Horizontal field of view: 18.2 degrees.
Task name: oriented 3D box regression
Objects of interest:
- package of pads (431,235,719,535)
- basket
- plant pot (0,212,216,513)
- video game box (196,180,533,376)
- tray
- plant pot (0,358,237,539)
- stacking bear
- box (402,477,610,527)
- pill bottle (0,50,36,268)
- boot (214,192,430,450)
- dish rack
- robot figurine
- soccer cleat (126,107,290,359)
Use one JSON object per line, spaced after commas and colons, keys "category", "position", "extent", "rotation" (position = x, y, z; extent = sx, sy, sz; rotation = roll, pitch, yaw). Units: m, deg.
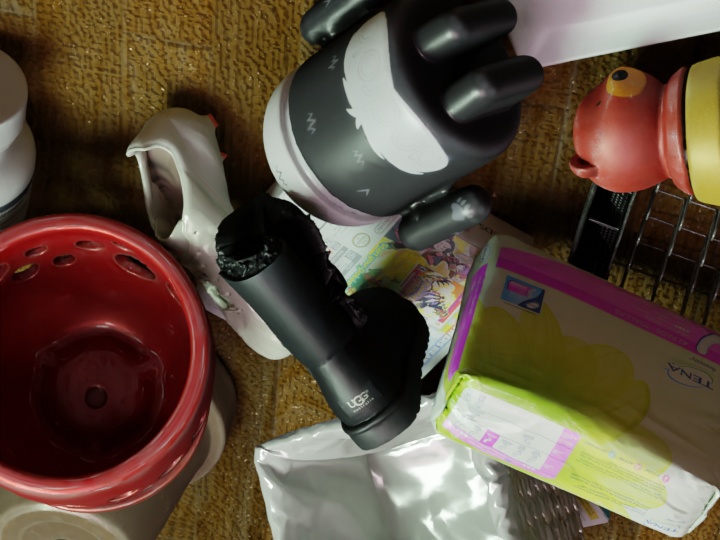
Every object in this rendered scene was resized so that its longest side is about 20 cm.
{"category": "package of pads", "position": [0.156, 0.079, 1.534], "extent": [0.199, 0.155, 0.068], "rotation": [23, 134, -5]}
{"category": "basket", "position": [0.056, 0.196, 1.707], "extent": [0.198, 0.201, 0.161], "rotation": [-17, 175, 27]}
{"category": "plant pot", "position": [-0.198, 0.075, 1.619], "extent": [0.200, 0.201, 0.183], "rotation": [9, 168, 5]}
{"category": "video game box", "position": [0.000, 0.000, 1.661], "extent": [0.182, 0.047, 0.200], "rotation": [30, 135, -14]}
{"category": "tray", "position": [0.180, -0.191, 1.430], "extent": [0.199, 0.022, 0.108], "rotation": [-9, 132, 23]}
{"category": "plant pot", "position": [-0.211, 0.154, 1.784], "extent": [0.199, 0.175, 0.201], "rotation": [7, 138, 6]}
{"category": "stacking bear", "position": [0.234, -0.093, 1.445], "extent": [0.199, 0.122, 0.114], "rotation": [-2, 132, 17]}
{"category": "box", "position": [0.098, 0.180, 1.825], "extent": [0.199, 0.049, 0.082], "rotation": [-15, 130, 27]}
{"category": "pill bottle", "position": [-0.296, -0.065, 1.612], "extent": [0.119, 0.120, 0.200], "rotation": [16, 137, -3]}
{"category": "boot", "position": [-0.027, 0.013, 1.538], "extent": [0.076, 0.200, 0.168], "rotation": [-31, 109, 12]}
{"category": "dish rack", "position": [0.252, -0.016, 1.565], "extent": [0.199, 0.055, 0.154], "rotation": [18, 139, 5]}
{"category": "robot figurine", "position": [0.026, -0.107, 1.479], "extent": [0.125, 0.151, 0.200], "rotation": [27, 141, -32]}
{"category": "soccer cleat", "position": [-0.107, -0.018, 1.597], "extent": [0.069, 0.078, 0.201], "rotation": [-13, 108, 41]}
